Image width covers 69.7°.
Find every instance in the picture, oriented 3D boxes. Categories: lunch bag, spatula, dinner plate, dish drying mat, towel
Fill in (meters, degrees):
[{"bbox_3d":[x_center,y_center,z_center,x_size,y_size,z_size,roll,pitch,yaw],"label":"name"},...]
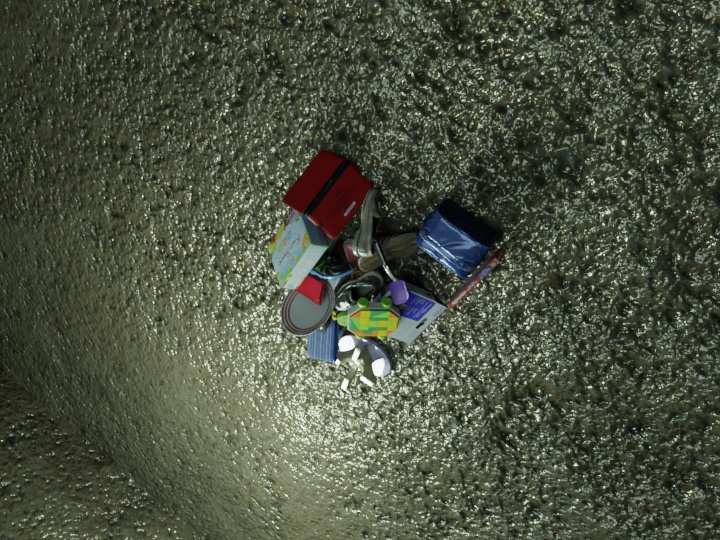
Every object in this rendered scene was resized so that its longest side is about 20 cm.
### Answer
[{"bbox_3d":[0.243,-0.084,1.379,0.199,0.136,0.133,37,124,9],"label":"lunch bag"},{"bbox_3d":[0.079,-0.001,1.438,0.056,0.021,0.202,-17,106,34],"label":"spatula"},{"bbox_3d":[-0.162,0.112,1.609,0.197,0.203,0.024,-1,150,29],"label":"dinner plate"},{"bbox_3d":[-0.186,0.036,1.616,0.199,0.018,0.078,29,118,39],"label":"dish drying mat"},{"bbox_3d":[-0.123,0.221,1.704,0.199,0.024,0.148,-4,82,59],"label":"towel"}]

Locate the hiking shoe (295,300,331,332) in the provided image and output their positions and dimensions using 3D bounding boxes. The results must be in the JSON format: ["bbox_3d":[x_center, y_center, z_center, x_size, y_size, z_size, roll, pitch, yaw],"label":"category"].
[{"bbox_3d":[-0.165,0.139,1.668,0.200,0.099,0.077,35,105,60],"label":"hiking shoe"}]

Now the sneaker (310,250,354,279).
[{"bbox_3d":[-0.109,-0.026,1.567,0.197,0.070,0.084,15,112,30],"label":"sneaker"}]

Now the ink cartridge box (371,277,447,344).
[{"bbox_3d":[0.127,0.126,1.565,0.198,0.044,0.199,24,126,-25],"label":"ink cartridge box"}]

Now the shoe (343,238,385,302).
[{"bbox_3d":[0.000,0.000,1.577,0.071,0.091,0.202,-29,97,35],"label":"shoe"}]

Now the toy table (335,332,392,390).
[{"bbox_3d":[-0.005,0.299,1.703,0.197,0.117,0.187,19,120,21],"label":"toy table"}]

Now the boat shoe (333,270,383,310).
[{"bbox_3d":[-0.016,0.069,1.522,0.199,0.065,0.072,-31,101,36],"label":"boat shoe"}]

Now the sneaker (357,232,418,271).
[{"bbox_3d":[0.078,-0.077,1.517,0.197,0.113,0.072,-23,123,2],"label":"sneaker"}]

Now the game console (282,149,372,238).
[{"bbox_3d":[-0.094,-0.222,1.500,0.172,0.201,0.118,40,173,-23],"label":"game console"}]

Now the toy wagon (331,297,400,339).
[{"bbox_3d":[0.015,0.144,1.512,0.196,0.040,0.157,0,135,-5],"label":"toy wagon"}]

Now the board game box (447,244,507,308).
[{"bbox_3d":[0.317,0.017,1.406,0.019,0.103,0.200,42,125,5],"label":"board game box"}]

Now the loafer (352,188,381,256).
[{"bbox_3d":[0.035,-0.134,1.466,0.062,0.072,0.203,10,80,31],"label":"loafer"}]

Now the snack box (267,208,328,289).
[{"bbox_3d":[-0.193,-0.072,1.554,0.200,0.067,0.170,-50,49,36],"label":"snack box"}]

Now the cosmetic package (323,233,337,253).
[{"bbox_3d":[-0.129,-0.155,1.601,0.150,0.052,0.202,34,124,9],"label":"cosmetic package"}]

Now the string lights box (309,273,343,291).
[{"bbox_3d":[-0.149,-0.009,1.673,0.199,0.059,0.104,36,121,10],"label":"string lights box"}]

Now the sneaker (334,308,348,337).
[{"bbox_3d":[-0.056,0.128,1.675,0.095,0.079,0.202,35,124,12],"label":"sneaker"}]
